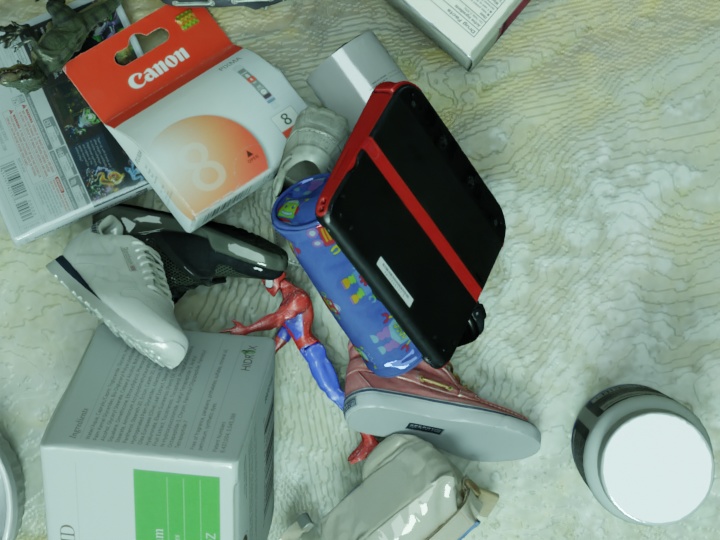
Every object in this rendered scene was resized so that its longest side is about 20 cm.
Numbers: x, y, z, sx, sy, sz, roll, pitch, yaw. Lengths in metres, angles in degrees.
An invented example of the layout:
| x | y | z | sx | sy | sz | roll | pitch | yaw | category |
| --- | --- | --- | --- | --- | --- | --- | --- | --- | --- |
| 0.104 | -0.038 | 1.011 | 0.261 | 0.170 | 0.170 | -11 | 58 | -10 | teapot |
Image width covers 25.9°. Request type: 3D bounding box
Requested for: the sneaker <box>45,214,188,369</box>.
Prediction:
| x | y | z | sx | sy | sz | roll | pitch | yaw | category |
| --- | --- | --- | --- | --- | --- | --- | --- | --- | --- |
| -0.202 | 0.014 | 1.373 | 0.080 | 0.076 | 0.200 | -44 | 46 | -10 | sneaker |

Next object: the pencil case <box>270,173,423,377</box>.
| x | y | z | sx | sy | sz | roll | pitch | yaw | category |
| --- | --- | --- | --- | --- | --- | --- | --- | --- | --- |
| 0.000 | 0.000 | 1.357 | 0.087 | 0.078 | 0.200 | -40 | 126 | -12 | pencil case |

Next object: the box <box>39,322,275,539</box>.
| x | y | z | sx | sy | sz | roll | pitch | yaw | category |
| --- | --- | --- | --- | --- | --- | --- | --- | --- | --- |
| -0.172 | 0.183 | 1.382 | 0.170 | 0.200 | 0.200 | 5 | 120 | 5 | box |

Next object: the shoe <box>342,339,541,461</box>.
| x | y | z | sx | sy | sz | roll | pitch | yaw | category |
| --- | --- | --- | --- | --- | --- | --- | --- | --- | --- |
| 0.078 | 0.114 | 1.463 | 0.199 | 0.072 | 0.091 | 14 | 54 | -19 | shoe |

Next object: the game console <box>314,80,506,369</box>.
| x | y | z | sx | sy | sz | roll | pitch | yaw | category |
| --- | --- | --- | --- | --- | --- | --- | --- | --- | --- |
| 0.047 | -0.043 | 1.329 | 0.200 | 0.031 | 0.177 | 52 | 51 | -31 | game console |

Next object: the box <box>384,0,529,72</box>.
| x | y | z | sx | sy | sz | roll | pitch | yaw | category |
| --- | --- | --- | --- | --- | --- | --- | --- | --- | --- |
| 0.118 | -0.302 | 1.441 | 0.128 | 0.109 | 0.200 | 41 | 93 | 2 | box |

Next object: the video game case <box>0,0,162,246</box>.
| x | y | z | sx | sy | sz | roll | pitch | yaw | category |
| --- | --- | --- | --- | --- | --- | --- | --- | --- | --- |
| -0.277 | -0.147 | 1.472 | 0.181 | 0.023 | 0.201 | -24 | 77 | -7 | video game case |

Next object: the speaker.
| x | y | z | sx | sy | sz | roll | pitch | yaw | category |
| --- | --- | --- | --- | --- | --- | --- | --- | --- | --- |
| 0.037 | -0.123 | 1.460 | 0.081 | 0.081 | 0.200 | -37 | 89 | 3 | speaker |

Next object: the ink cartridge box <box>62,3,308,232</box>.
| x | y | z | sx | sy | sz | roll | pitch | yaw | category |
| --- | --- | --- | --- | --- | --- | --- | --- | --- | --- |
| -0.152 | -0.158 | 1.449 | 0.162 | 0.050 | 0.200 | -36 | 86 | -25 | ink cartridge box |

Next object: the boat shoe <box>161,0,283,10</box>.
| x | y | z | sx | sy | sz | roll | pitch | yaw | category |
| --- | --- | --- | --- | --- | --- | --- | --- | --- | --- |
| -0.100 | -0.282 | 1.486 | 0.199 | 0.063 | 0.073 | -2 | 53 | -8 | boat shoe |

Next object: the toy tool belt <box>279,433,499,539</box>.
| x | y | z | sx | sy | sz | roll | pitch | yaw | category |
| --- | --- | --- | --- | --- | --- | --- | --- | --- | --- |
| 0.029 | 0.253 | 1.444 | 0.200 | 0.125 | 0.123 | -43 | 132 | 7 | toy tool belt |

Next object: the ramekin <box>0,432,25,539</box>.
| x | y | z | sx | sy | sz | roll | pitch | yaw | category |
| --- | --- | --- | --- | --- | --- | --- | --- | --- | --- |
| -0.410 | 0.217 | 1.474 | 0.199 | 0.105 | 0.201 | 0 | 91 | 4 | ramekin |

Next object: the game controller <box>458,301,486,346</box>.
| x | y | z | sx | sy | sz | roll | pitch | yaw | category |
| --- | --- | --- | --- | --- | --- | --- | --- | --- | --- |
| 0.043 | -0.017 | 1.435 | 0.042 | 0.104 | 0.200 | -34 | 91 | -27 | game controller |

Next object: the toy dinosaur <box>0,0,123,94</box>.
| x | y | z | sx | sy | sz | roll | pitch | yaw | category |
| --- | --- | --- | --- | --- | --- | --- | --- | --- | --- |
| -0.283 | -0.230 | 1.456 | 0.088 | 0.048 | 0.200 | 24 | 56 | 23 | toy dinosaur |

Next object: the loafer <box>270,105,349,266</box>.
| x | y | z | sx | sy | sz | roll | pitch | yaw | category |
| --- | --- | --- | --- | --- | --- | --- | --- | --- | --- |
| -0.052 | -0.063 | 1.415 | 0.070 | 0.200 | 0.070 | 16 | 53 | 4 | loafer |

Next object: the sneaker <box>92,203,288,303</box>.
| x | y | z | sx | sy | sz | roll | pitch | yaw | category |
| --- | --- | --- | --- | --- | --- | --- | --- | --- | --- |
| -0.165 | 0.006 | 1.470 | 0.198 | 0.076 | 0.115 | 10 | 95 | 14 | sneaker |

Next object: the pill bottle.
| x | y | z | sx | sy | sz | roll | pitch | yaw | category |
| --- | --- | --- | --- | --- | --- | --- | --- | --- | --- |
| 0.250 | 0.164 | 1.390 | 0.113 | 0.200 | 0.114 | 0 | 91 | 3 | pill bottle |

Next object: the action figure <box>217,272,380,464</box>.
| x | y | z | sx | sy | sz | roll | pitch | yaw | category |
| --- | --- | --- | --- | --- | --- | --- | --- | --- | --- |
| -0.064 | 0.096 | 1.473 | 0.099 | 0.065 | 0.201 | -24 | 89 | -6 | action figure |
